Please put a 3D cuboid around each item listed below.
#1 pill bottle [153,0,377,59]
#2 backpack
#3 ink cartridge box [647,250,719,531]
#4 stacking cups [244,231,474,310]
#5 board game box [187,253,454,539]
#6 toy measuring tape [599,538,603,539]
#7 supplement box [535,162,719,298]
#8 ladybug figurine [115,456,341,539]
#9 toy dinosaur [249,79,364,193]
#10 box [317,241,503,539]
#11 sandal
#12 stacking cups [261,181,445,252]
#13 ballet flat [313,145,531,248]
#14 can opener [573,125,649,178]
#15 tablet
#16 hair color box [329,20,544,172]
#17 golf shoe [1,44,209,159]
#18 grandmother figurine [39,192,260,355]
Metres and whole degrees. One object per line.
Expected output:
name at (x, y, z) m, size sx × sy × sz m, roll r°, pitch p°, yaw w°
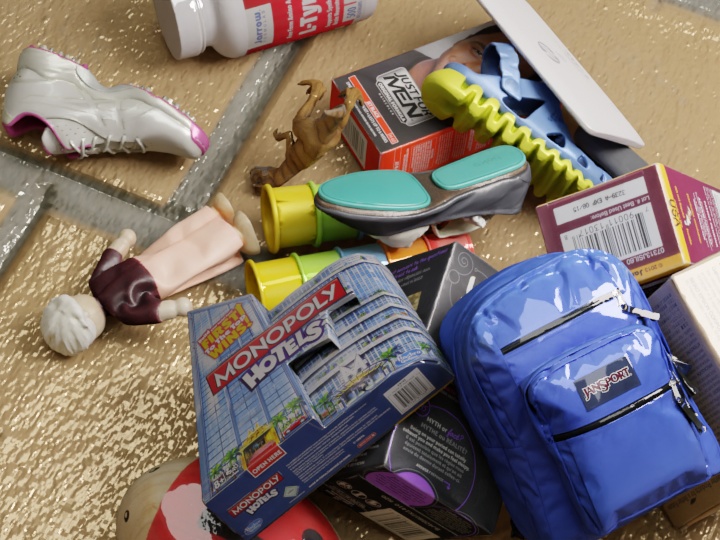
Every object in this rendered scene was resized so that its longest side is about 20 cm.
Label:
pill bottle at (-0.092, -0.269, 1.578) m, size 0.199 × 0.113 × 0.113 m, roll -19°, pitch 60°, yaw -15°
backpack at (0.162, 0.083, 1.207) m, size 0.162 × 0.168 × 0.201 m, roll -25°, pitch 90°, yaw -14°
ink cartridge box at (0.271, 0.096, 1.296) m, size 0.075 × 0.200 × 0.166 m, roll -24°, pitch 77°, yaw -22°
stacking cups at (0.000, 0.000, 1.446) m, size 0.198 × 0.061 × 0.061 m, roll -13°, pitch 58°, yaw -17°
board game box at (-0.053, 0.070, 1.272) m, size 0.200 × 0.062 × 0.200 m, roll -39°, pitch 39°, yaw 5°
toy measuring tape at (0.158, 0.158, 1.342) m, size 0.073 × 0.074 × 0.201 m, roll -23°, pitch 61°, yaw -18°
supplement box at (0.238, -0.020, 1.367) m, size 0.110 × 0.200 × 0.086 m, roll -19°, pitch 77°, yaw 26°
ladybug figurine at (-0.097, 0.211, 1.280) m, size 0.199 × 0.072 × 0.136 m, roll 22°, pitch 65°, yaw 9°
toy dinosaur at (-0.033, -0.123, 1.451) m, size 0.060 × 0.200 × 0.107 m, roll 27°, pitch 59°, yaw -14°
box at (0.058, 0.099, 1.313) m, size 0.122 × 0.106 × 0.201 m, roll 35°, pitch 60°, yaw -26°
sandal at (0.154, -0.132, 1.477) m, size 0.200 × 0.079 × 0.087 m, roll 40°, pitch 69°, yaw -8°
stacking cups at (0.013, -0.060, 1.477) m, size 0.198 × 0.061 × 0.061 m, roll -9°, pitch 58°, yaw -15°
ballet flat at (0.055, -0.054, 1.418) m, size 0.199 × 0.073 × 0.073 m, roll -13°, pitch 58°, yaw -20°
can opener at (0.258, -0.056, 1.500) m, size 0.066 × 0.053 × 0.200 m, roll -28°, pitch 63°, yaw -22°
tablet at (0.176, -0.191, 1.513) m, size 0.200 × 0.014 × 0.130 m, roll 53°, pitch 23°, yaw 22°
hair color box at (0.081, -0.159, 1.550) m, size 0.199 × 0.061 × 0.102 m, roll -22°, pitch 60°, yaw -18°
golf shoe at (-0.235, -0.131, 1.511) m, size 0.199 × 0.075 × 0.092 m, roll 22°, pitch 73°, yaw 13°
grandmother figurine at (-0.184, 0.010, 1.425) m, size 0.199 × 0.061 × 0.121 m, roll -31°, pitch 36°, yaw -19°
